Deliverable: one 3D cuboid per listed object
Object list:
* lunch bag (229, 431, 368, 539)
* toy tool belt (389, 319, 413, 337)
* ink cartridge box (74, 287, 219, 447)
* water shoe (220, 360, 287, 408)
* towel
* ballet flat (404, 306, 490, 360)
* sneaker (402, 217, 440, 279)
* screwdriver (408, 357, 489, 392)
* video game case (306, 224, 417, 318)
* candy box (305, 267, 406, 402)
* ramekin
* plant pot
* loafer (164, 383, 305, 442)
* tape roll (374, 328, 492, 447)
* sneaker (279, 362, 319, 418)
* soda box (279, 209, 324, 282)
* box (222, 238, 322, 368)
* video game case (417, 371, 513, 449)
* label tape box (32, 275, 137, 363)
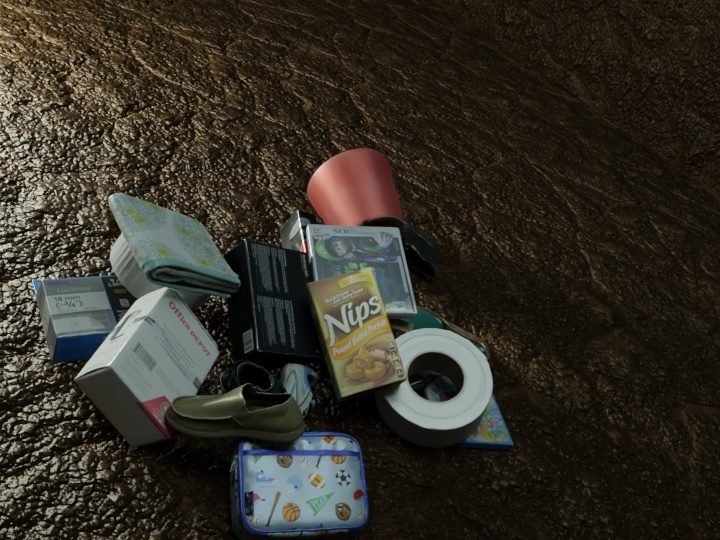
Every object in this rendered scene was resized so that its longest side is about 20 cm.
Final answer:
[{"bbox_3d":[-0.092,0.303,1.081,0.199,0.076,0.161,7,56,-20],"label":"lunch bag"},{"bbox_3d":[0.020,0.069,1.435,0.123,0.125,0.200,-10,36,-9],"label":"toy tool belt"},{"bbox_3d":[-0.314,0.142,1.145,0.146,0.085,0.200,58,29,-23],"label":"ink cartridge box"},{"bbox_3d":[-0.169,0.169,1.182,0.071,0.079,0.200,-35,27,-25],"label":"water shoe"},{"bbox_3d":[-0.298,-0.035,1.219,0.171,0.048,0.200,50,16,31],"label":"towel"},{"bbox_3d":[0.171,0.133,1.498,0.200,0.071,0.065,33,12,28],"label":"ballet flat"},{"bbox_3d":[0.102,-0.060,1.716,0.200,0.060,0.104,34,32,11],"label":"sneaker"},{"bbox_3d":[0.151,0.188,1.396,0.200,0.028,0.029,-21,72,-21],"label":"screwdriver"},{"bbox_3d":[0.000,0.000,1.382,0.181,0.023,0.200,1,54,-15],"label":"video game case"},{"bbox_3d":[-0.009,0.106,1.266,0.115,0.055,0.201,-14,76,-13],"label":"candy box"},{"bbox_3d":[-0.338,-0.013,1.327,0.200,0.098,0.201,40,15,-13],"label":"ramekin"},{"bbox_3d":[0.002,-0.137,1.666,0.200,0.201,0.178,-2,52,-30],"label":"plant pot"},{"bbox_3d":[-0.176,0.194,1.069,0.199,0.068,0.076,4,17,1],"label":"loafer"},{"bbox_3d":[0.127,0.201,1.321,0.202,0.071,0.203,2,52,-3],"label":"tape roll"},{"bbox_3d":[-0.108,0.225,1.215,0.072,0.072,0.200,13,36,-2],"label":"sneaker"},{"bbox_3d":[-0.098,-0.013,1.431,0.063,0.071,0.200,16,46,-37],"label":"soda box"},{"bbox_3d":[-0.152,0.061,1.307,0.141,0.079,0.201,11,60,-41],"label":"box"},{"bbox_3d":[0.187,0.242,1.398,0.143,0.018,0.200,7,37,-19],"label":"video game case"},{"bbox_3d":[-0.453,0.055,1.260,0.144,0.063,0.200,-4,43,-33],"label":"label tape box"}]
